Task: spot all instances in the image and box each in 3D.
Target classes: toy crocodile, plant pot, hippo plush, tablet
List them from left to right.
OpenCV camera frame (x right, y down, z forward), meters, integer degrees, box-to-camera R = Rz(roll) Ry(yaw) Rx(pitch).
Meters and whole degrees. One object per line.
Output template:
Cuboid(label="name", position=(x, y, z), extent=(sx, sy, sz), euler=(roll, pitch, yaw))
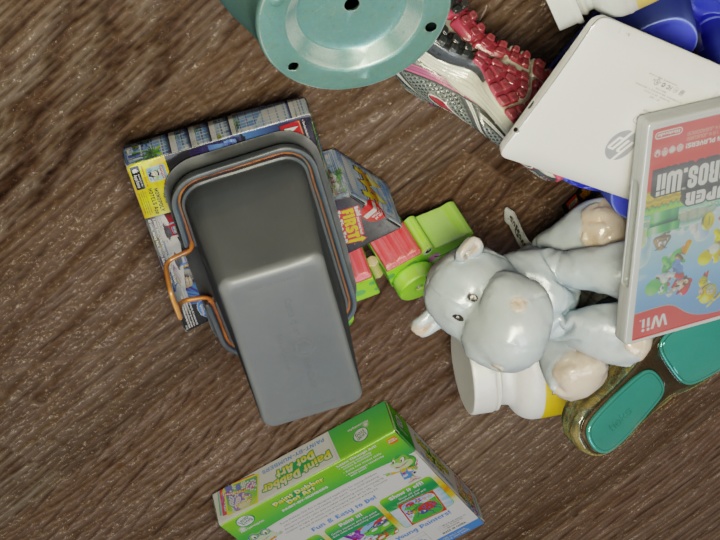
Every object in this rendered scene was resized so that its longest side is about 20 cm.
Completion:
Cuboid(label="plant pot", position=(-0.025, -0.233, 1.408), extent=(0.200, 0.188, 0.200), euler=(-9, 136, -9))
Cuboid(label="toy crocodile", position=(0.000, 0.000, 1.731), extent=(0.200, 0.068, 0.062), euler=(-25, 156, -2))
Cuboid(label="hippo plush", position=(0.135, 0.006, 1.675), extent=(0.161, 0.200, 0.159), euler=(6, 124, -50))
Cuboid(label="tablet", position=(0.206, -0.115, 1.546), extent=(0.200, 0.014, 0.130), euler=(15, 119, -42))

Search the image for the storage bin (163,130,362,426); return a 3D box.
Cuboid(label="storage bin", position=(-0.073, 0.018, 1.588), extent=(0.146, 0.134, 0.200), euler=(-17, 129, -2))

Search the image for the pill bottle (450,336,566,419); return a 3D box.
Cuboid(label="pill bottle", position=(0.188, 0.072, 1.852), extent=(0.200, 0.112, 0.112), euler=(-9, 137, -9))

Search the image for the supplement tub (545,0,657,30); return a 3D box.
Cuboid(label="supplement tub", position=(0.209, -0.271, 1.479), extent=(0.200, 0.145, 0.145), euler=(-25, 137, 8))

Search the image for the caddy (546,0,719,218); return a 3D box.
Cuboid(label="caddy", position=(0.227, -0.141, 1.651), extent=(0.141, 0.105, 0.200), euler=(33, 111, -20))

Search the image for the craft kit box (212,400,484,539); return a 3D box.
Cuboid(label="craft kit box", position=(-0.010, 0.234, 2.005), extent=(0.200, 0.049, 0.198), euler=(-29, 139, 12))

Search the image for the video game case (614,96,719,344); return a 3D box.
Cuboid(label="video game case", position=(0.272, -0.044, 1.608), extent=(0.143, 0.017, 0.200), euler=(-14, 125, -23))

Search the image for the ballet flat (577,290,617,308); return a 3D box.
Cuboid(label="ballet flat", position=(0.228, 0.031, 1.728), extent=(0.066, 0.057, 0.200), euler=(31, 127, -22))

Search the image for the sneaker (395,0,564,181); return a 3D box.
Cuboid(label="sneaker", position=(0.089, -0.144, 1.581), extent=(0.200, 0.081, 0.075), euler=(44, 136, -2))

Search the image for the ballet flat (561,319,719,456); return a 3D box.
Cuboid(label="ballet flat", position=(0.254, 0.083, 1.773), extent=(0.200, 0.071, 0.071), euler=(-38, 138, -10))

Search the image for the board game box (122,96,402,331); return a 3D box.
Cuboid(label="board game box", position=(-0.075, -0.061, 1.664), extent=(0.200, 0.062, 0.200), euler=(-17, 137, -3))

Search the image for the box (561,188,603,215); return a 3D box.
Cuboid(label="box", position=(0.290, -0.086, 1.774), extent=(0.137, 0.040, 0.200), euler=(24, 124, -35))
